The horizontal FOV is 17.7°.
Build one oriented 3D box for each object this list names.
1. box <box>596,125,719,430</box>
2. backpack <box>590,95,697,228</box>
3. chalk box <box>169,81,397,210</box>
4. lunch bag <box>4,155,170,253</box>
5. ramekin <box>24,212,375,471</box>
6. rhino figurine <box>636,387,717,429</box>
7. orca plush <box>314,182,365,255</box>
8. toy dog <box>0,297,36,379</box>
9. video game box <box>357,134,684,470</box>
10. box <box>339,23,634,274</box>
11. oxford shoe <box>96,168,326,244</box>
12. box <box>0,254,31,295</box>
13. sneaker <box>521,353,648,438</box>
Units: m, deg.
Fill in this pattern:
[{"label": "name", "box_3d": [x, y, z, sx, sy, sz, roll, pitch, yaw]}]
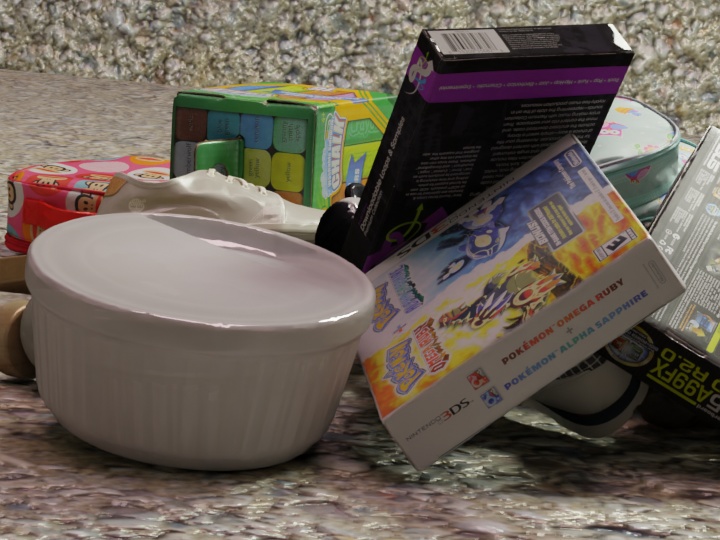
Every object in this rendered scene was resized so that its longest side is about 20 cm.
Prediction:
[{"label": "box", "box_3d": [0.243, 0.017, 1.416, 0.160, 0.044, 0.200, 32, 44, 3]}, {"label": "backpack", "box_3d": [0.174, -0.040, 1.665, 0.199, 0.154, 0.176, -7, 22, -21]}, {"label": "chalk box", "box_3d": [-0.065, -0.072, 1.742, 0.123, 0.126, 0.200, 7, 11, 23]}, {"label": "lunch bag", "box_3d": [-0.189, -0.043, 1.902, 0.199, 0.083, 0.176, 10, 11, 26]}, {"label": "ramekin", "box_3d": [-0.095, 0.041, 1.324, 0.201, 0.095, 0.203, 8, 18, -2]}, {"label": "rhino figurine", "box_3d": [0.263, 0.069, 1.477, 0.199, 0.060, 0.088, 3, -27, -20]}, {"label": "orca plush", "box_3d": [0.000, 0.000, 1.601, 0.071, 0.106, 0.200, -31, -6, 10]}, {"label": "toy dog", "box_3d": [-0.147, 0.022, 1.472, 0.131, 0.097, 0.200, 9, 10, 24]}, {"label": "video game box", "box_3d": [0.082, 0.013, 1.362, 0.182, 0.047, 0.200, -37, 21, 5]}, {"label": "box", "box_3d": [0.075, -0.067, 1.462, 0.142, 0.201, 0.036, -5, 44, -30]}, {"label": "oxford shoe", "box_3d": [-0.090, -0.041, 1.623, 0.199, 0.058, 0.075, 2, -10, -18]}, {"label": "box", "box_3d": [-0.151, 0.000, 1.625, 0.199, 0.021, 0.163, -5, -7, 32]}, {"label": "sneaker", "box_3d": [0.090, 0.041, 1.464, 0.199, 0.077, 0.081, 11, -27, 44]}]
